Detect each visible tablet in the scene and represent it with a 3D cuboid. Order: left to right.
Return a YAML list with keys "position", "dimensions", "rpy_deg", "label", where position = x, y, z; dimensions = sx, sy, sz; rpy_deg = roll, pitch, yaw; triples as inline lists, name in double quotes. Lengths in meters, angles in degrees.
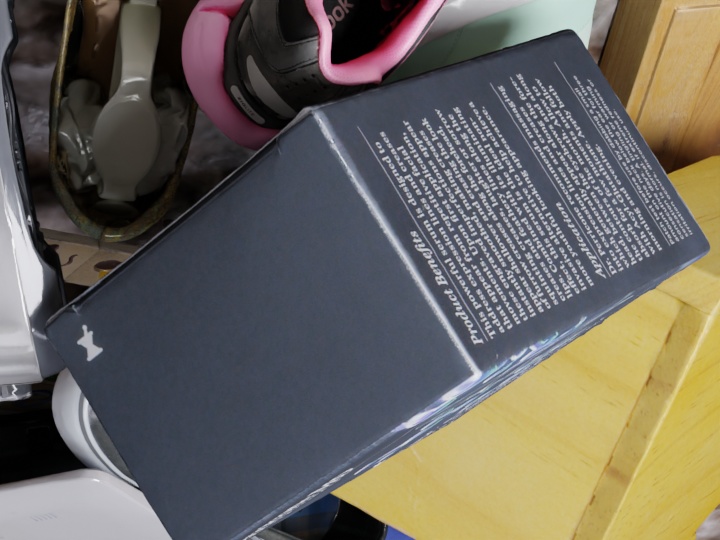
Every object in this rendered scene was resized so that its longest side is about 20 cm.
- position: [-0.175, 0.131, 1.139]
  dimensions: [0.199, 0.014, 0.130]
  rpy_deg: [-12, 154, 23]
  label: "tablet"

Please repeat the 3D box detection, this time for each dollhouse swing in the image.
- position: [0.079, 0.029, 1.084]
  dimensions: [0.181, 0.176, 0.201]
  rpy_deg: [-22, 140, -51]
  label: "dollhouse swing"

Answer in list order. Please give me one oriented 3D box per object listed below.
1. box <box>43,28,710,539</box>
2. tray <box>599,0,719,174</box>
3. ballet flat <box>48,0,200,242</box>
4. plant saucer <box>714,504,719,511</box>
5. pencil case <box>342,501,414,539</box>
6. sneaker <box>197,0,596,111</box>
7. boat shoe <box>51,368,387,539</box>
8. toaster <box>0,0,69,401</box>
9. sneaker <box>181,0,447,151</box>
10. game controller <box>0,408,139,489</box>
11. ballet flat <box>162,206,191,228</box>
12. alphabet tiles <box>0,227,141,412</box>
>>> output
- position: [0.012, 0.005, 0.897]
  dimensions: [0.148, 0.107, 0.200]
  rpy_deg: [-36, 173, 33]
  label: "box"
- position: [0.155, -0.067, 1.128]
  dimensions: [0.098, 0.037, 0.200]
  rpy_deg: [-7, 141, -18]
  label: "tray"
- position: [-0.081, -0.100, 0.905]
  dimensions: [0.070, 0.071, 0.201]
  rpy_deg: [-1, 119, -24]
  label: "ballet flat"
- position: [0.240, 0.056, 1.307]
  dimensions: [0.199, 0.032, 0.201]
  rpy_deg: [-17, 144, -13]
  label: "plant saucer"
- position: [0.079, 0.080, 1.214]
  dimensions: [0.199, 0.087, 0.078]
  rpy_deg: [-21, -178, 12]
  label: "pencil case"
- position: [0.008, -0.082, 1.011]
  dimensions: [0.200, 0.074, 0.118]
  rpy_deg: [-16, 146, -4]
  label: "sneaker"
- position: [-0.058, 0.084, 1.115]
  dimensions: [0.200, 0.056, 0.069]
  rpy_deg: [34, 74, -46]
  label: "boat shoe"
- position: [-0.184, -0.042, 0.904]
  dimensions: [0.129, 0.114, 0.201]
  rpy_deg: [-11, 97, -7]
  label: "toaster"
- position: [0.022, -0.127, 0.884]
  dimensions: [0.079, 0.200, 0.095]
  rpy_deg: [42, 157, -18]
  label: "sneaker"
- position: [-0.174, 0.103, 1.178]
  dimensions: [0.199, 0.042, 0.104]
  rpy_deg: [-7, 155, -12]
  label: "game controller"
- position: [0.000, 0.000, 1.115]
  dimensions: [0.200, 0.067, 0.064]
  rpy_deg: [29, 80, -25]
  label: "ballet flat"
- position: [-0.183, 0.018, 1.058]
  dimensions: [0.199, 0.008, 0.167]
  rpy_deg: [12, 149, -35]
  label: "alphabet tiles"
